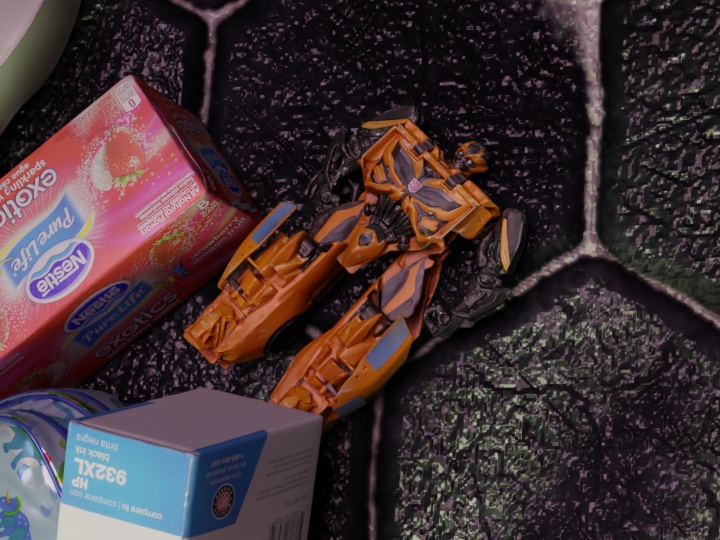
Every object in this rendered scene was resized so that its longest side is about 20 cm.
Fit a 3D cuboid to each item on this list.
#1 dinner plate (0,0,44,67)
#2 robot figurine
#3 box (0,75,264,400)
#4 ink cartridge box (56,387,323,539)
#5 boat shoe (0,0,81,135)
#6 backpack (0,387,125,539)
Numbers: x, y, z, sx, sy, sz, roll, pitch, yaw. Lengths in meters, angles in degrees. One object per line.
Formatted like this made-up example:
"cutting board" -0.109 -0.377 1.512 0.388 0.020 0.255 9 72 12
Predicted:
"dinner plate" -0.259 -0.150 1.596 0.200 0.024 0.201 -30 37 26
"robot figurine" 0.000 0.000 1.497 0.200 0.058 0.145 -47 69 6
"box" -0.167 -0.009 1.543 0.200 0.100 0.096 -38 67 9
"ink cartridge box" -0.099 0.176 1.419 0.083 0.145 0.201 12 100 25
"boat shoe" -0.239 -0.120 1.602 0.062 0.073 0.201 25 78 21
"backpack" -0.205 0.149 1.499 0.199 0.154 0.164 -23 76 7
